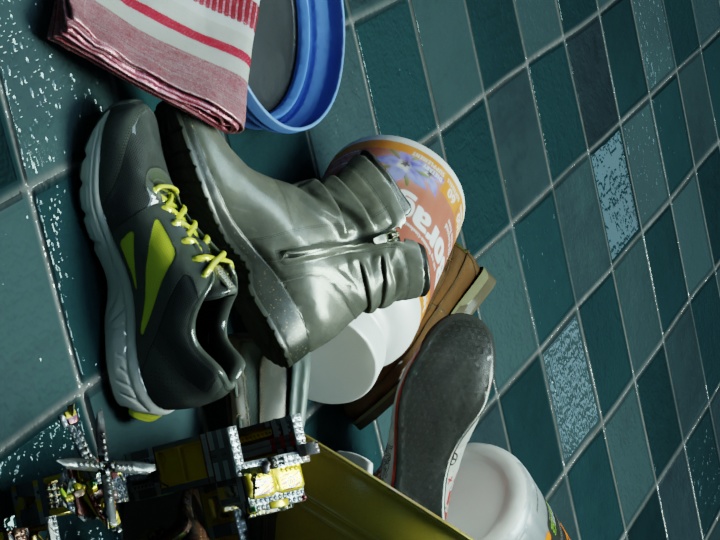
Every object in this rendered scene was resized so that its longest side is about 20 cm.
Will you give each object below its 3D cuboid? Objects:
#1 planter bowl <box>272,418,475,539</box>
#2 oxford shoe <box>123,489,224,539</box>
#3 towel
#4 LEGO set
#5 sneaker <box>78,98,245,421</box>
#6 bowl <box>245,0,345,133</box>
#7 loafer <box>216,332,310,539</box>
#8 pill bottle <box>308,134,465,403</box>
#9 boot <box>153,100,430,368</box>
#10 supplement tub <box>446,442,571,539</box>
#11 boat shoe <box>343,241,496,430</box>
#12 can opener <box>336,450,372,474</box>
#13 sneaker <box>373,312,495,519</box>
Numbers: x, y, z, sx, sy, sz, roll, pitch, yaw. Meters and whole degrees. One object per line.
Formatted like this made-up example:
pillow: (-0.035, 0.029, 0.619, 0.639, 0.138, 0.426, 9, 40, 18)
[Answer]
planter bowl: (0.009, 0.179, 1.292, 0.084, 0.200, 0.200, -57, 145, -6)
oxford shoe: (-0.091, 0.222, 1.305, 0.071, 0.071, 0.201, -19, 100, -68)
towel: (-0.120, -0.200, 1.325, 0.144, 0.023, 0.200, 27, 54, -32)
LEGO set: (-0.098, 0.155, 1.174, 0.200, 0.116, 0.154, 4, 74, -43)
sneaker: (-0.115, -0.009, 1.288, 0.074, 0.084, 0.201, -17, 99, -65)
bowl: (-0.071, -0.196, 1.479, 0.201, 0.039, 0.201, 24, 63, -61)
loafer: (-0.077, 0.138, 1.377, 0.063, 0.072, 0.201, 12, 71, -17)
pill bottle: (0.000, 0.000, 1.496, 0.112, 0.112, 0.200, 67, 30, -31)
boot: (-0.044, -0.047, 1.370, 0.130, 0.068, 0.200, -32, 102, -20)
supplement tub: (0.112, 0.238, 1.664, 0.200, 0.122, 0.123, 56, 37, -44)
boat shoe: (0.030, 0.045, 1.617, 0.068, 0.072, 0.200, 46, 43, -6)
can opener: (-0.014, 0.228, 1.481, 0.067, 0.053, 0.201, 34, 55, -59)
sneaker: (0.041, 0.132, 1.544, 0.108, 0.067, 0.202, 156, -52, -75)
